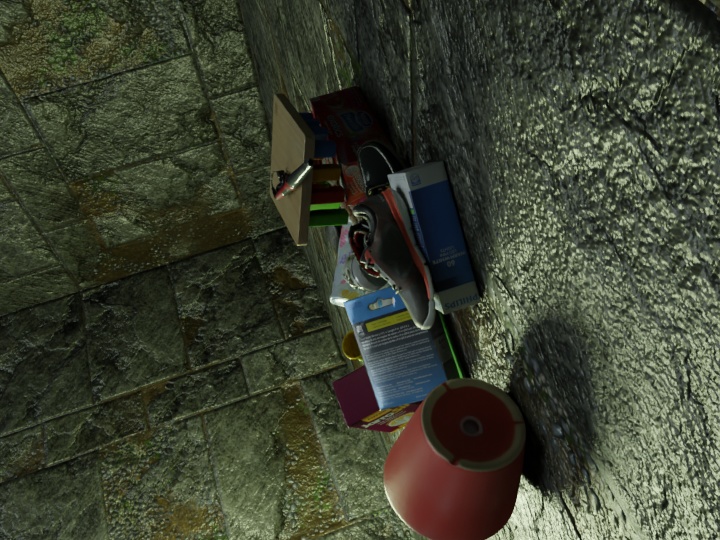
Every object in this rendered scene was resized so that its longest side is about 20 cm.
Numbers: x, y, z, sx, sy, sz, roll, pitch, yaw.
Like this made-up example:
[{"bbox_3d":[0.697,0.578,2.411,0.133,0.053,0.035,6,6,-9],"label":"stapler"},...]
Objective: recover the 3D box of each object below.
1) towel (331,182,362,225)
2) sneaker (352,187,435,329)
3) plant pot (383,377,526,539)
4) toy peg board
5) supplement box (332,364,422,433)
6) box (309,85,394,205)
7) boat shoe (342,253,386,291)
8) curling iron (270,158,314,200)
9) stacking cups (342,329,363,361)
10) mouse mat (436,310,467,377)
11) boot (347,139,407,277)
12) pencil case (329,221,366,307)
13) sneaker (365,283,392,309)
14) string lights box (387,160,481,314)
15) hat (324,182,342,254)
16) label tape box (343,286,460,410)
[{"bbox_3d":[0.024,-0.075,1.261,0.133,0.034,0.200,32,-157,-51],"label":"towel"},{"bbox_3d":[0.042,-0.009,0.932,0.077,0.082,0.200,123,129,-79],"label":"sneaker"},{"bbox_3d":[0.141,0.258,0.956,0.177,0.200,0.200,97,155,-48],"label":"plant pot"},{"bbox_3d":[-0.085,-0.180,1.185,0.200,0.098,0.199,-123,33,-50],"label":"toy peg board"},{"bbox_3d":[0.057,0.256,1.396,0.200,0.131,0.103,27,-143,-56],"label":"supplement box"},{"bbox_3d":[-0.015,-0.225,1.208,0.100,0.095,0.200,84,165,-50],"label":"box"},{"bbox_3d":[0.000,0.000,1.201,0.072,0.066,0.200,46,-165,-14],"label":"boat shoe"},{"bbox_3d":[-0.112,-0.150,1.088,0.200,0.026,0.050,171,90,-70],"label":"curling iron"},{"bbox_3d":[0.045,0.165,1.396,0.200,0.060,0.061,21,-141,-52],"label":"stacking cups"},{"bbox_3d":[0.151,0.146,1.230,0.200,0.008,0.161,122,129,-78],"label":"mouse mat"},{"bbox_3d":[0.028,-0.096,1.031,0.154,0.073,0.204,-32,-80,-58],"label":"boot"},{"bbox_3d":[-0.009,-0.019,1.405,0.091,0.083,0.200,-28,50,60],"label":"pencil case"},{"bbox_3d":[0.044,0.021,1.302,0.076,0.081,0.200,36,-158,-30],"label":"sneaker"},{"bbox_3d":[0.101,-0.047,0.955,0.103,0.059,0.200,-147,40,-77],"label":"string lights box"},{"bbox_3d":[-0.026,-0.116,1.592,0.201,0.081,0.201,164,90,-74],"label":"hat"},{"bbox_3d":[0.073,0.125,1.171,0.063,0.144,0.200,-17,-92,-61],"label":"label tape box"}]
